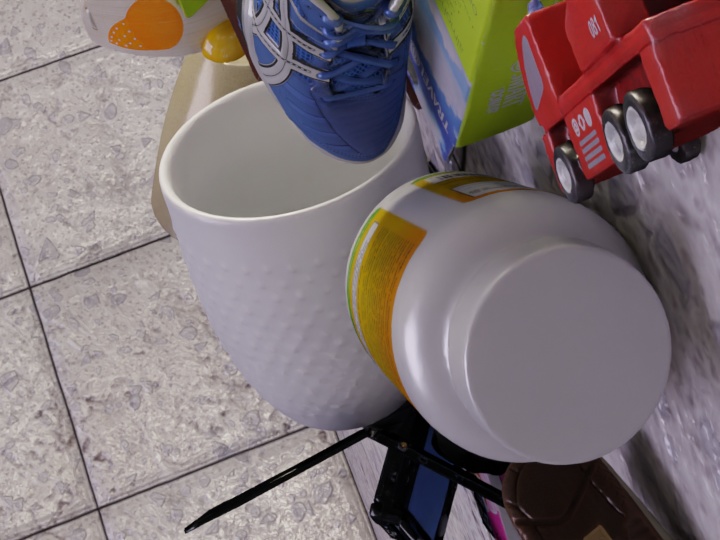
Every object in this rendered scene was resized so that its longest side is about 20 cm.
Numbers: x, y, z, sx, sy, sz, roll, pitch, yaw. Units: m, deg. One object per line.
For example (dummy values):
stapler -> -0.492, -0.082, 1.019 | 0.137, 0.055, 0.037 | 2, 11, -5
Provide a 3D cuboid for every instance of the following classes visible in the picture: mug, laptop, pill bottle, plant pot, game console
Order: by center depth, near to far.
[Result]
pill bottle -> 0.061, 0.019, 0.628 | 0.200, 0.110, 0.113 | -141, 31, -78
mug -> 0.000, 0.000, 0.825 | 0.148, 0.197, 0.177 | -62, -33, -45
laptop -> 0.010, 0.152, 0.881 | 0.198, 0.104, 0.177 | 27, 175, 1
game console -> 0.085, 0.193, 1.105 | 0.200, 0.115, 0.178 | 62, -137, -64
plant pot -> -0.124, -0.151, 1.481 | 0.188, 0.185, 0.202 | -116, 23, -43

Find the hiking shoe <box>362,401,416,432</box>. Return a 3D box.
hiking shoe -> 0.022, 0.036, 1.045 | 0.101, 0.074, 0.202 | 82, -172, -56

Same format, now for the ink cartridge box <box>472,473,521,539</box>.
ink cartridge box -> 0.097, 0.140, 1.029 | 0.095, 0.037, 0.203 | -140, 29, -78

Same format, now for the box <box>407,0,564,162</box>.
box -> 0.042, -0.135, 0.604 | 0.200, 0.047, 0.123 | 96, 154, -76

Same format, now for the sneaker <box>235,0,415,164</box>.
sneaker -> -0.014, -0.113, 0.597 | 0.201, 0.075, 0.078 | 77, 175, -48

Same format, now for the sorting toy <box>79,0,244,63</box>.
sorting toy -> -0.094, -0.248, 0.944 | 0.106, 0.201, 0.181 | 30, 159, 12

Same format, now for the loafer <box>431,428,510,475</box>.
loafer -> 0.080, 0.092, 0.857 | 0.201, 0.070, 0.069 | 108, 139, -79

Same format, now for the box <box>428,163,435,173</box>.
box -> -0.034, -0.049, 1.007 | 0.200, 0.158, 0.050 | -122, 13, -57

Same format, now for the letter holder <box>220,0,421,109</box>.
letter holder -> -0.019, -0.160, 0.825 | 0.200, 0.099, 0.144 | 106, 142, -79

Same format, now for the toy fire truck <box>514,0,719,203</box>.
toy fire truck -> 0.076, -0.103, 0.421 | 0.200, 0.048, 0.143 | 136, 114, -84

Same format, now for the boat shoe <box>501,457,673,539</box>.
boat shoe -> 0.140, 0.167, 0.665 | 0.075, 0.074, 0.204 | 41, -160, -53
